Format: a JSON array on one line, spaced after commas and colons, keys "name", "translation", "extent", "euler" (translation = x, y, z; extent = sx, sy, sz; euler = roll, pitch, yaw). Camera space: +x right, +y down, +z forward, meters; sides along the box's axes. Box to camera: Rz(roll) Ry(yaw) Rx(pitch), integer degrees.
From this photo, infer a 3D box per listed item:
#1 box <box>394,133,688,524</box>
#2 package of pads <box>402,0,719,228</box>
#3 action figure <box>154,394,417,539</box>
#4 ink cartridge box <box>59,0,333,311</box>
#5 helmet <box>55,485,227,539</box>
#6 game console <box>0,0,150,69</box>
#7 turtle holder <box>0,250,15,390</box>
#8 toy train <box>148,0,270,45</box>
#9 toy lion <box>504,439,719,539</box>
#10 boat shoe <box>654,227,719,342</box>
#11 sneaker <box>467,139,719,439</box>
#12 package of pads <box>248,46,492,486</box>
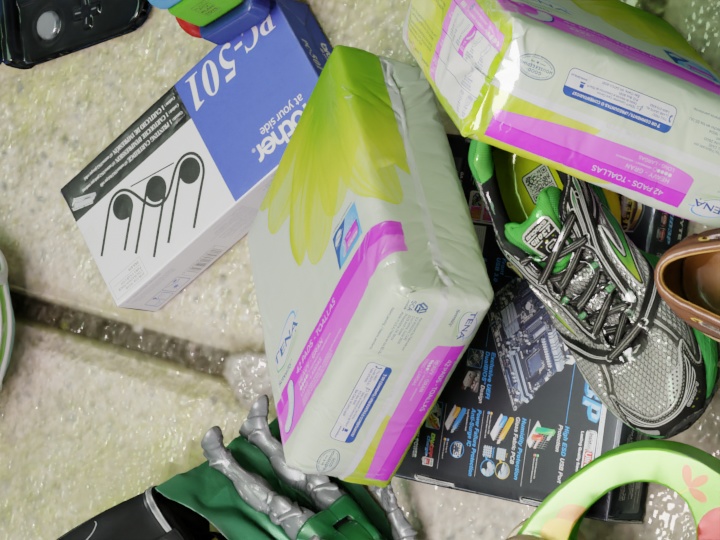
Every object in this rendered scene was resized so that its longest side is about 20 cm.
[{"name": "box", "translation": [0.095, 0.030, 1.290], "extent": [0.158, 0.046, 0.202], "euler": [8, 90, 34]}, {"name": "package of pads", "translation": [0.107, -0.101, 1.180], "extent": [0.200, 0.153, 0.069], "euler": [-111, 43, -68]}, {"name": "action figure", "translation": [-0.008, 0.157, 1.323], "extent": [0.200, 0.118, 0.055], "euler": [41, 140, 20]}, {"name": "ink cartridge box", "translation": [-0.092, -0.070, 1.429], "extent": [0.200, 0.044, 0.094], "euler": [-39, 66, 23]}, {"name": "helmet", "translation": [-0.135, 0.243, 1.350], "extent": [0.191, 0.200, 0.200], "euler": [-46, 61, 2]}, {"name": "game console", "translation": [-0.244, -0.243, 1.506], "extent": [0.170, 0.118, 0.202], "euler": [-14, 78, 32]}, {"name": "turtle holder", "translation": [-0.287, 0.030, 1.510], "extent": [0.140, 0.186, 0.132], "euler": [32, 106, -1]}, {"name": "toy train", "translation": [-0.109, -0.248, 1.392], "extent": [0.084, 0.115, 0.202], "euler": [-24, 59, 40]}, {"name": "toy lion", "translation": [0.190, 0.167, 1.182], "extent": [0.192, 0.069, 0.200], "euler": [-44, 82, 18]}, {"name": "boat shoe", "translation": [0.225, 0.018, 1.049], "extent": [0.199, 0.067, 0.073], "euler": [9, 91, 36]}, {"name": "sneaker", "translation": [0.114, 0.003, 1.202], "extent": [0.078, 0.085, 0.201], "euler": [-42, 66, 22]}, {"name": "package of pads", "translation": [0.000, 0.000, 1.265], "extent": [0.201, 0.068, 0.155], "euler": [-102, 31, -45]}]
